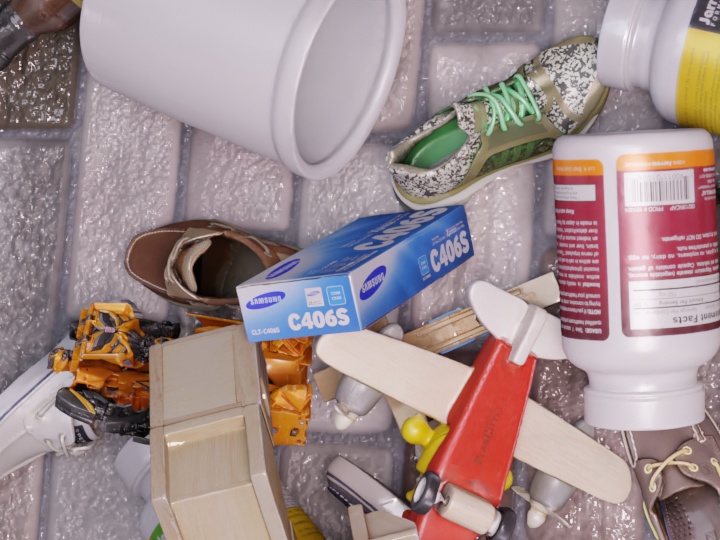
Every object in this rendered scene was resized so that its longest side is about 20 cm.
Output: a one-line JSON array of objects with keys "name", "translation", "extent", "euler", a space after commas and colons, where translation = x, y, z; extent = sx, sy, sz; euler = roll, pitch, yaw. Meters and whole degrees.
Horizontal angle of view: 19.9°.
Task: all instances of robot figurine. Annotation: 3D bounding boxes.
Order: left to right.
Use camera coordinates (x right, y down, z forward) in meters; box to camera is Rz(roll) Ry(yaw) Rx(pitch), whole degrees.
[{"name": "robot figurine", "translation": [-0.135, 0.074, 1.541], "extent": [0.198, 0.145, 0.059], "euler": [9, 121, -7]}]

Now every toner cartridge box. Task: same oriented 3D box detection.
[{"name": "toner cartridge box", "translation": [0.000, 0.000, 1.488], "extent": [0.094, 0.200, 0.044], "euler": [-8, 102, 28]}]

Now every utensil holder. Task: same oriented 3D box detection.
[{"name": "utensil holder", "translation": [-0.090, -0.183, 1.574], "extent": [0.199, 0.170, 0.171], "euler": [22, 90, 23]}]

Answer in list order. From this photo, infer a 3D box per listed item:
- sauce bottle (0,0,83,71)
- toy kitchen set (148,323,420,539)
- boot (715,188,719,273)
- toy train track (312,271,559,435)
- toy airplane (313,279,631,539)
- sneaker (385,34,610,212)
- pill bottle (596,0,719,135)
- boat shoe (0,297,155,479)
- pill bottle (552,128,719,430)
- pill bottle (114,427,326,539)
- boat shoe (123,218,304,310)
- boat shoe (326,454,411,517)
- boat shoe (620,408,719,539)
[{"name": "sauce bottle", "translation": [-0.237, -0.242, 1.683], "extent": [0.199, 0.065, 0.065], "euler": [-38, 72, 9]}, {"name": "toy kitchen set", "translation": [-0.044, 0.164, 1.439], "extent": [0.162, 0.201, 0.181], "euler": [-13, 34, 2]}, {"name": "boot", "translation": [0.248, 0.005, 1.492], "extent": [0.198, 0.068, 0.132], "euler": [2, 92, 22]}, {"name": "toy train track", "translation": [0.060, 0.050, 1.555], "extent": [0.199, 0.033, 0.116], "euler": [-23, 84, 10]}, {"name": "toy airplane", "translation": [0.080, 0.108, 1.482], "extent": [0.198, 0.141, 0.201], "euler": [-21, 84, -23]}, {"name": "sneaker", "translation": [0.101, -0.111, 1.536], "extent": [0.199, 0.089, 0.077], "euler": [-35, 73, 11]}, {"name": "pill bottle", "translation": [0.276, -0.151, 1.470], "extent": [0.198, 0.112, 0.113], "euler": [15, 87, 20]}, {"name": "boat shoe", "translation": [-0.237, 0.114, 1.632], "extent": [0.200, 0.071, 0.070], "euler": [-42, 69, 2]}, {"name": "pill bottle", "translation": [0.192, 0.005, 1.420], "extent": [0.112, 0.113, 0.202], "euler": [-1, 95, 19]}, {"name": "pill bottle", "translation": [-0.097, 0.201, 1.546], "extent": [0.111, 0.111, 0.200], "euler": [-43, 71, 8]}, {"name": "boat shoe", "translation": [-0.116, -0.006, 1.583], "extent": [0.199, 0.072, 0.076], "euler": [6, 83, 40]}, {"name": "boat shoe", "translation": [0.031, 0.230, 1.516], "extent": [0.200, 0.075, 0.093], "euler": [40, 88, 19]}, {"name": "boat shoe", "translation": [0.235, 0.160, 1.466], "extent": [0.071, 0.059, 0.202], "euler": [-23, 75, 14]}]
